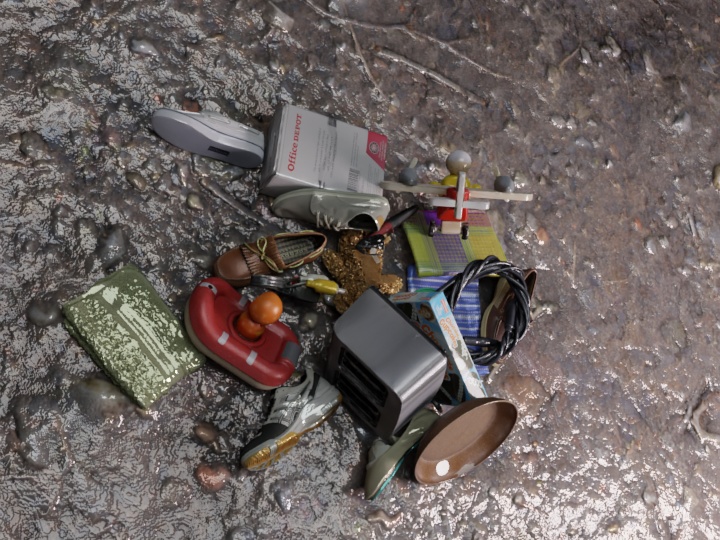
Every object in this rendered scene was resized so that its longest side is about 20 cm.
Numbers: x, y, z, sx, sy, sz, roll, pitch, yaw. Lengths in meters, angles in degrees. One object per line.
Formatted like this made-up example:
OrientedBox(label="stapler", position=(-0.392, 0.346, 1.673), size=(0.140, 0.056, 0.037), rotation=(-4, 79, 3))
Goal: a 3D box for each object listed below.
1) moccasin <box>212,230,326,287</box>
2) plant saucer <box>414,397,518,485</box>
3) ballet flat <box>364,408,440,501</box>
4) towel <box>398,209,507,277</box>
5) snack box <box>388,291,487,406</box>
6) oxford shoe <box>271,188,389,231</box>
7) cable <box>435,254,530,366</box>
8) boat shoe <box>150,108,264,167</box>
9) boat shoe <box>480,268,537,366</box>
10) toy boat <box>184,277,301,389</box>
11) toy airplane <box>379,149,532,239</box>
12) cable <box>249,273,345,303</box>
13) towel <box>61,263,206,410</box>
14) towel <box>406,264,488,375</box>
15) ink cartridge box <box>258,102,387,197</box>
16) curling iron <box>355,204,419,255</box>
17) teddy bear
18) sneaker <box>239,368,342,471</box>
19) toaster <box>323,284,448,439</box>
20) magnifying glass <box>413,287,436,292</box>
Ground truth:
OrientedBox(label="moccasin", position=(-0.145, -0.022, 1.657), size=(0.201, 0.078, 0.074), rotation=(-10, 75, -29))
OrientedBox(label="plant saucer", position=(0.164, 0.267, 1.645), size=(0.200, 0.201, 0.037), rotation=(-13, 50, -30))
OrientedBox(label="ballet flat", position=(0.053, 0.287, 1.647), size=(0.070, 0.069, 0.200), rotation=(49, 53, -1))
OrientedBox(label="towel", position=(0.172, -0.048, 1.840), size=(0.199, 0.023, 0.144), rotation=(-2, 58, -27))
OrientedBox(label="snack box", position=(0.123, 0.129, 1.671), size=(0.037, 0.116, 0.201), rotation=(-34, 108, -33))
OrientedBox(label="oxford shoe", position=(-0.051, -0.096, 1.701), size=(0.199, 0.075, 0.058), rotation=(3, 65, 4))
OrientedBox(label="cable", position=(0.219, 0.067, 1.753), size=(0.200, 0.051, 0.163), rotation=(-35, 83, -20))
OrientedBox(label="boat shoe", position=(-0.253, -0.233, 1.699), size=(0.199, 0.074, 0.066), rotation=(22, 57, -29))
OrientedBox(label="boat shoe", position=(0.272, 0.078, 1.817), size=(0.072, 0.072, 0.200), rotation=(46, 52, -29))
OrientedBox(label="toy boat", position=(-0.167, 0.079, 1.561), size=(0.200, 0.131, 0.131), rotation=(35, 34, -11))
OrientedBox(label="toy airplane", position=(0.162, -0.140, 1.734), size=(0.200, 0.199, 0.142), rotation=(15, 76, -43))
OrientedBox(label="cable", position=(-0.116, 0.015, 1.607), size=(0.200, 0.097, 0.051), rotation=(20, 81, -53))
OrientedBox(label="towel", position=(-0.341, 0.098, 1.539), size=(0.148, 0.036, 0.200), rotation=(-39, 90, -31))
OrientedBox(label="towel", position=(0.154, 0.086, 1.795), size=(0.144, 0.024, 0.201), rotation=(4, 69, -24))
OrientedBox(label="ink cartridge box", position=(-0.064, -0.183, 1.757), size=(0.199, 0.085, 0.146), rotation=(17, 64, -22))
OrientedBox(label="curling iron", position=(0.052, -0.071, 1.755), size=(0.049, 0.026, 0.200), rotation=(17, 30, 22))
OrientedBox(label="teddy bear", position=(0.000, 0.000, 1.737), size=(0.145, 0.067, 0.201), rotation=(2, 63, -35))
OrientedBox(label="sneaker", position=(-0.123, 0.231, 1.584), size=(0.088, 0.076, 0.200), rotation=(45, 54, 14))
OrientedBox(label="toaster", position=(0.039, 0.152, 1.598), size=(0.200, 0.181, 0.119), rotation=(43, 63, 16))
OrientedBox(label="magnifying glass", position=(0.084, 0.114, 1.740), size=(0.079, 0.022, 0.200), rotation=(37, 63, -2))
